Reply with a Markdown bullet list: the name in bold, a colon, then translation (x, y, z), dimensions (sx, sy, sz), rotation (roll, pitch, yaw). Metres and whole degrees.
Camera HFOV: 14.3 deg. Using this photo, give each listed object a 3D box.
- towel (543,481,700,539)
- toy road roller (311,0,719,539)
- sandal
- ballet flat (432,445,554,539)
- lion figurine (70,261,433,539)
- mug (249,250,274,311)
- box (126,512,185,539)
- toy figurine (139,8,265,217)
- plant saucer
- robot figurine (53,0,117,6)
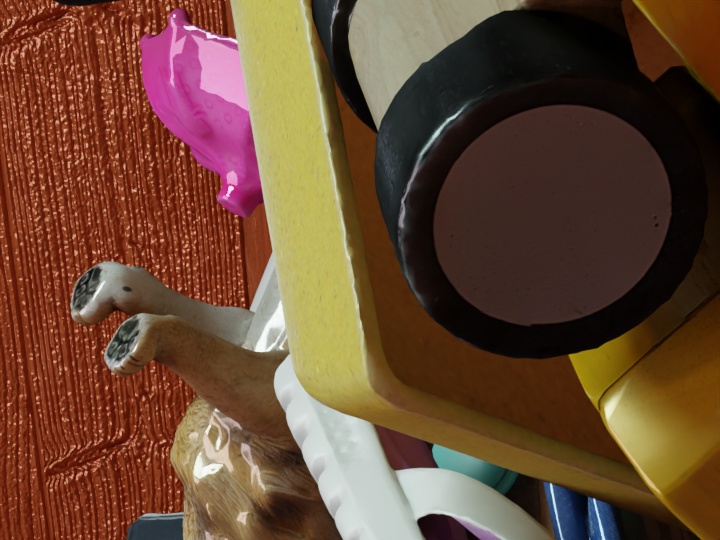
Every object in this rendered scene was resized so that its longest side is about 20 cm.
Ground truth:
- **towel**: translation (0.086, 0.107, 0.779), dimensions (0.200, 0.024, 0.147), rotation (53, -160, -55)
- **toy road roller**: translation (0.095, -0.026, 0.560), dimensions (0.200, 0.146, 0.123), rotation (45, -167, -25)
- **sandal**: translation (0.037, 0.078, 0.656), dimensions (0.203, 0.050, 0.082), rotation (56, -179, 40)
- **ballet flat**: translation (0.041, 0.085, 0.817), dimensions (0.063, 0.069, 0.200), rotation (32, -141, -45)
- **lion figurine**: translation (0.000, 0.000, 0.770), dimensions (0.200, 0.122, 0.072), rotation (-58, 29, 1)
- **mug**: translation (0.050, 0.011, 0.938), dimensions (0.186, 0.149, 0.153), rotation (36, 140, 23)
- **box**: translation (-0.015, 0.190, 0.848), dimensions (0.200, 0.107, 0.149), rotation (-87, -9, -52)
- **toy figurine**: translation (0.001, -0.106, 0.851), dimensions (0.150, 0.200, 0.184), rotation (106, 154, -82)
- **plant saucer**: translation (0.038, -0.025, 0.690), dimensions (0.048, 0.200, 0.200), rotation (-32, 54, 33)
- **robot figurine**: translation (-0.076, -0.160, 0.707), dimensions (0.150, 0.125, 0.200), rotation (44, 162, 45)
